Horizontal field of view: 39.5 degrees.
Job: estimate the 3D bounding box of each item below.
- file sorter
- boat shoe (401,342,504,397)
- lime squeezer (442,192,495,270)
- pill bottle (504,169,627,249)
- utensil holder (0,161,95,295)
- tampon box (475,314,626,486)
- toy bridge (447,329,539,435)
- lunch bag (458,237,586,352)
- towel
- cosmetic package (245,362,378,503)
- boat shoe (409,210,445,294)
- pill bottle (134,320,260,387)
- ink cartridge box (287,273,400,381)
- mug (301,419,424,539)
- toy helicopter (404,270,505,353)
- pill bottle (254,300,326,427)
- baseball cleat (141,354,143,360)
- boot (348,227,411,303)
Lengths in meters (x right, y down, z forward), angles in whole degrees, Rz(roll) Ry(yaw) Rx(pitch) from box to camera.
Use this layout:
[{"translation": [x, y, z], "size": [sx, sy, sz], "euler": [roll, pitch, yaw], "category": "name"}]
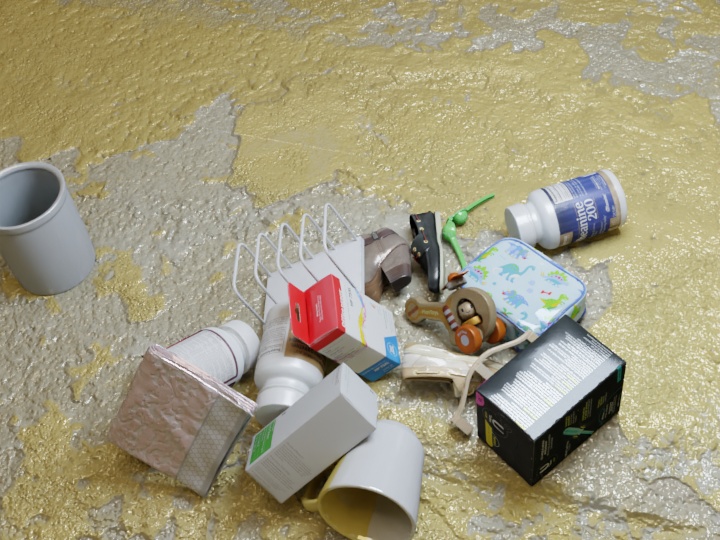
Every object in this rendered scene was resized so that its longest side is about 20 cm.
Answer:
[{"translation": [-0.110, -0.008, 1.749], "size": [0.200, 0.125, 0.139], "euler": [-23, 40, 21], "category": "file sorter"}, {"translation": [0.163, 0.174, 1.647], "size": [0.200, 0.074, 0.069], "euler": [12, 76, 8], "category": "boat shoe"}, {"translation": [0.194, -0.086, 1.872], "size": [0.071, 0.038, 0.200], "euler": [11, 52, 17], "category": "lime squeezer"}, {"translation": [0.368, -0.103, 1.811], "size": [0.200, 0.111, 0.111], "euler": [-17, 50, -5], "category": "pill bottle"}, {"translation": [-0.602, -0.074, 1.881], "size": [0.170, 0.200, 0.170], "euler": [-5, 50, 6], "category": "utensil holder"}, {"translation": [0.290, 0.200, 1.546], "size": [0.200, 0.150, 0.126], "euler": [-36, 55, -20], "category": "tampon box"}, {"translation": [0.206, 0.170, 1.598], "size": [0.067, 0.027, 0.200], "euler": [42, 90, -2], "category": "toy bridge"}, {"translation": [0.279, 0.041, 1.724], "size": [0.161, 0.083, 0.200], "euler": [-39, 56, -21], "category": "lunch bag"}, {"translation": [-0.281, 0.236, 1.554], "size": [0.191, 0.200, 0.032], "euler": [31, 25, 2], "category": "towel"}, {"translation": [-0.072, 0.248, 1.530], "size": [0.200, 0.085, 0.108], "euler": [-42, 14, 13], "category": "cosmetic package"}, {"translation": [0.122, -0.030, 1.813], "size": [0.063, 0.074, 0.202], "euler": [-3, 44, 0], "category": "boat shoe"}, {"translation": [-0.264, 0.159, 1.658], "size": [0.110, 0.110, 0.200], "euler": [28, 35, 28], "category": "pill bottle"}, {"translation": [-0.027, 0.088, 1.657], "size": [0.067, 0.200, 0.116], "euler": [-34, 44, 27], "category": "ink cartridge box"}, {"translation": [0.011, 0.305, 1.513], "size": [0.186, 0.150, 0.153], "euler": [13, 46, 10], "category": "mug"}, {"translation": [0.147, 0.061, 1.692], "size": [0.079, 0.132, 0.200], "euler": [-16, 12, -40], "category": "toy helicopter"}, {"translation": [-0.116, 0.159, 1.666], "size": [0.114, 0.114, 0.200], "euler": [0, 51, 9], "category": "pill bottle"}, {"translation": [-0.327, 0.226, 1.688], "size": [0.106, 0.070, 0.200], "euler": [2, 55, -7], "category": "baseball cleat"}, {"translation": [0.000, 0.000, 1.820], "size": [0.200, 0.070, 0.146], "euler": [-21, 43, -5], "category": "boot"}]
